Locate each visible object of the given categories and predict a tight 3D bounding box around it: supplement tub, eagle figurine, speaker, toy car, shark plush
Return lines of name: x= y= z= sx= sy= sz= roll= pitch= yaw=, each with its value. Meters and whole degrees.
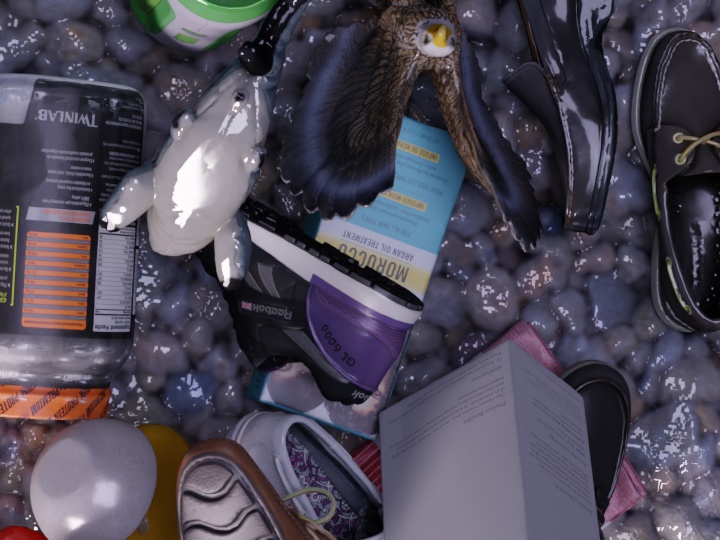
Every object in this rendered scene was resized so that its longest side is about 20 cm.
supplement tub: x=-0.194 y=-0.014 z=1.348 sx=0.122 sy=0.122 sz=0.201 roll=4 pitch=90 yaw=-11
eagle figurine: x=0.039 y=-0.119 z=1.366 sx=0.151 sy=0.151 sz=0.201 roll=6 pitch=91 yaw=27
speaker: x=-0.090 y=-0.179 z=1.328 sx=0.088 sy=0.200 sz=0.089 roll=0 pitch=90 yaw=-11
toy car: x=-0.157 y=0.194 z=1.342 sx=0.149 sy=0.175 sz=0.201 roll=-14 pitch=57 yaw=26
shark plush: x=-0.086 y=-0.086 z=1.279 sx=0.090 sy=0.083 sz=0.201 roll=16 pitch=122 yaw=-1

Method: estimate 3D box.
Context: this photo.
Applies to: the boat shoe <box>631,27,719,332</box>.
boat shoe: x=0.222 y=-0.060 z=1.463 sx=0.071 sy=0.061 sz=0.203 roll=-5 pitch=91 yaw=-11

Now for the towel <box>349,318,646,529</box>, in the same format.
towel: x=0.072 y=0.148 z=1.454 sx=0.200 sy=0.023 sz=0.144 roll=-38 pitch=96 yaw=-9

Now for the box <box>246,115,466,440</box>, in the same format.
box: x=0.000 y=0.000 z=1.424 sx=0.082 sy=0.049 sz=0.201 roll=19 pitch=86 yaw=-11

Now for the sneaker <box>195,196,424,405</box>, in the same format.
sneaker: x=-0.063 y=0.012 z=1.365 sx=0.200 sy=0.076 sz=0.088 roll=31 pitch=99 yaw=29

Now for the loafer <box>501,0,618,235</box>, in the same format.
loafer: x=0.126 y=-0.122 z=1.444 sx=0.072 sy=0.073 sz=0.201 roll=-2 pitch=81 yaw=-3

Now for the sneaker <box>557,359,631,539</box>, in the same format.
sneaker: x=0.133 y=0.157 z=1.395 sx=0.074 sy=0.106 sz=0.201 roll=23 pitch=89 yaw=-18

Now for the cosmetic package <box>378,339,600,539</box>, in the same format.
cosmetic package: x=0.077 y=0.156 z=1.330 sx=0.113 sy=0.201 sz=0.081 roll=-30 pitch=132 yaw=30

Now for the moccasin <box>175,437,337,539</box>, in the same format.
moccasin: x=-0.047 y=0.172 z=1.316 sx=0.073 sy=0.078 sz=0.202 roll=-19 pitch=123 yaw=25

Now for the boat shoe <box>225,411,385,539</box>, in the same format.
boat shoe: x=-0.003 y=0.164 z=1.379 sx=0.072 sy=0.068 sz=0.201 roll=-42 pitch=107 yaw=-34
